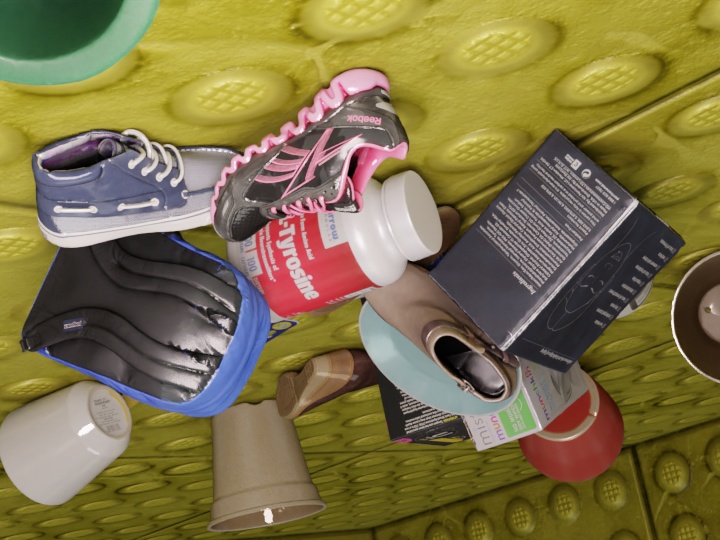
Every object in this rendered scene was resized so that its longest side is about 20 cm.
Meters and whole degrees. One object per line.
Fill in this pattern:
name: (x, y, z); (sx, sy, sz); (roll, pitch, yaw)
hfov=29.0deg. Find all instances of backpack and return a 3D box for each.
backpack: (-0.185, 0.045, 1.330); (0.199, 0.164, 0.168); (19, 175, 21)

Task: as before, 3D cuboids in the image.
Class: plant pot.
plant pot: (0.365, 0.262, 2.488); (0.199, 0.202, 0.177); (-14, 155, 10)
plant pot: (0.534, 0.064, 1.991); (0.186, 0.189, 0.200); (-14, 177, 9)
plant pot: (-0.168, 0.317, 2.291); (0.199, 0.185, 0.201); (-11, 163, -3)

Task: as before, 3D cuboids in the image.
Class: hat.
hat: (-0.181, -0.219, 0.827); (0.164, 0.177, 0.201); (-14, 126, 14)

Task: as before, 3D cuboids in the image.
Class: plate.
plate: (0.091, 0.085, 1.549); (0.199, 0.026, 0.201); (20, 141, 17)

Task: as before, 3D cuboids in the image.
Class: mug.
mug: (-0.398, 0.216, 1.953); (0.153, 0.187, 0.149); (-32, 123, 29)

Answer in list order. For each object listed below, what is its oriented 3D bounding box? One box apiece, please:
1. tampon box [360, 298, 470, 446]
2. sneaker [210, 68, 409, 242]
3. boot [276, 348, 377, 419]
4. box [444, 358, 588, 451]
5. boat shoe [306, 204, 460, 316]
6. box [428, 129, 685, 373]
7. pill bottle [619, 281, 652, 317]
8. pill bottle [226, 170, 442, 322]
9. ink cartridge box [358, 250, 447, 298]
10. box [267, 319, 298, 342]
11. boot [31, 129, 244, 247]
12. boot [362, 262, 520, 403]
tampon box: (0.104, 0.110, 1.766); (0.126, 0.202, 0.150); (-20, 161, 28)
sneaker: (-0.041, -0.077, 1.167); (0.200, 0.096, 0.079); (-39, 158, 19)
boot: (-0.027, 0.174, 2.109); (0.165, 0.073, 0.200); (0, 157, -27)
box: (0.168, 0.088, 1.660); (0.096, 0.201, 0.176); (-22, 179, 29)
boat shoe: (0.012, -0.026, 1.506); (0.199, 0.072, 0.072); (-30, 139, -8)
box: (0.207, -0.013, 1.437); (0.197, 0.124, 0.200); (-50, 153, 9)
pill bottle: (0.288, -0.005, 1.647); (0.110, 0.112, 0.200); (-15, 163, 13)
pill bottle: (-0.025, -0.027, 1.387); (0.199, 0.113, 0.112); (-19, 162, 23)
ink cartridge box: (0.000, 0.000, 1.610); (0.198, 0.045, 0.094); (-15, 165, 10)
box: (-0.186, 0.056, 1.656); (0.199, 0.033, 0.121); (11, 153, -33)
boot: (-0.180, -0.082, 1.189); (0.199, 0.073, 0.091); (-18, 147, -18)
boot: (0.076, 0.058, 1.396); (0.070, 0.199, 0.146); (-55, -175, 9)
